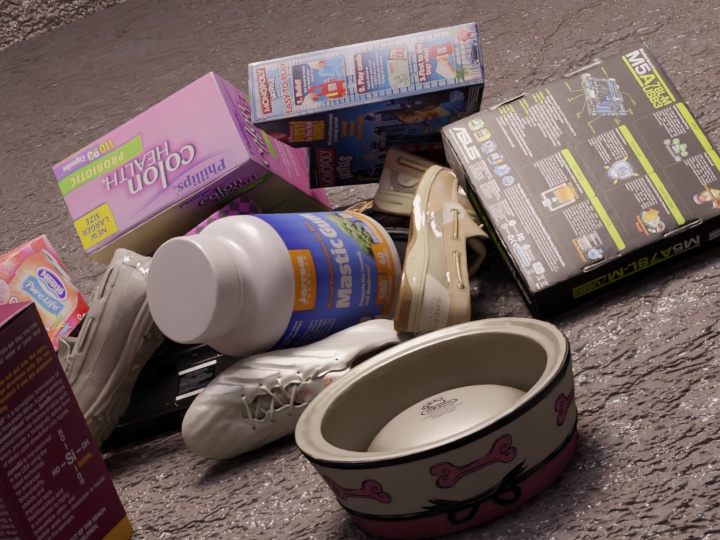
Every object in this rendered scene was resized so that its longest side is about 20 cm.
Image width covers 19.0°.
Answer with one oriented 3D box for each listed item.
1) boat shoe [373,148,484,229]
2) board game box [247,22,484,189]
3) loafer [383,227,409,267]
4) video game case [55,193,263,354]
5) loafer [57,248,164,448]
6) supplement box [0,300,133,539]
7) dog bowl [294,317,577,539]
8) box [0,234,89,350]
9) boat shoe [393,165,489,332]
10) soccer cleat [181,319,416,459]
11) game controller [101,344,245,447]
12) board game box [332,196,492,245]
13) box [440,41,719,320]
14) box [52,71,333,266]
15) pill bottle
[{"bbox_3d":[0.104,-0.067,1.834,0.199,0.065,0.072,10,-1,32],"label":"boat shoe"},{"bbox_3d":[0.002,-0.141,1.897,0.199,0.062,0.200,-4,-21,-4],"label":"board game box"},{"bbox_3d":[0.000,0.000,1.863,0.199,0.073,0.073,-1,-5,8],"label":"loafer"},{"bbox_3d":[-0.189,0.032,1.885,0.200,0.036,0.181,-39,-6,-44],"label":"video game case"},{"bbox_3d":[-0.215,0.077,1.728,0.200,0.070,0.070,-59,-17,3],"label":"loafer"},{"bbox_3d":[-0.273,0.136,1.558,0.131,0.201,0.103,-6,24,35],"label":"supplement box"},{"bbox_3d":[0.060,0.110,1.474,0.199,0.074,0.200,-19,19,7],"label":"dog bowl"},{"bbox_3d":[-0.343,0.054,1.954,0.200,0.103,0.095,-22,12,47],"label":"box"},{"bbox_3d":[0.069,-0.015,1.720,0.065,0.072,0.200,8,33,3],"label":"boat shoe"},{"bbox_3d":[-0.042,0.091,1.652,0.199,0.070,0.078,-24,22,-17],"label":"soccer cleat"},{"bbox_3d":[-0.133,0.094,1.797,0.199,0.042,0.104,-19,33,8],"label":"game controller"},{"bbox_3d":[0.064,-0.046,1.963,0.199,0.035,0.136,-17,19,13],"label":"board game box"},{"bbox_3d":[0.189,-0.076,1.749,0.193,0.048,0.200,-22,52,-6],"label":"box"},{"bbox_3d":[-0.151,-0.073,1.970,0.176,0.097,0.200,-29,-20,14],"label":"box"},{"bbox_3d":[-0.070,0.010,1.709,0.112,0.113,0.200,-3,1,42],"label":"pill bottle"}]
